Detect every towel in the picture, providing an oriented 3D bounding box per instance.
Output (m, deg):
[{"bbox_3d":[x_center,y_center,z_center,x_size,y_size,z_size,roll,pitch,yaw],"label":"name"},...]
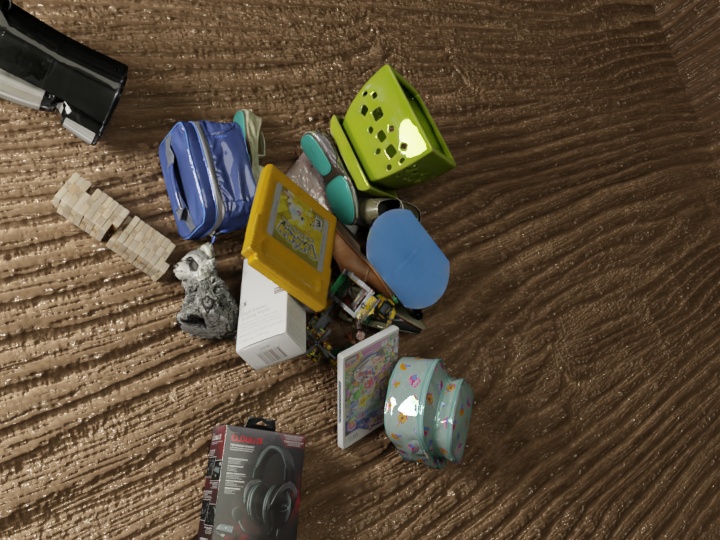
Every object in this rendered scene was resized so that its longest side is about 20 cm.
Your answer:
[{"bbox_3d":[-0.072,-0.149,1.265,0.191,0.032,0.202,45,54,-14],"label":"towel"}]

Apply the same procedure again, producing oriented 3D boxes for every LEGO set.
[{"bbox_3d":[-0.013,0.104,1.119,0.200,0.116,0.155,-44,115,-7],"label":"LEGO set"}]

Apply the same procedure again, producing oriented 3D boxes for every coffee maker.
[{"bbox_3d":[-0.466,-0.317,0.948,0.196,0.192,0.138,23,46,-28],"label":"coffee maker"}]

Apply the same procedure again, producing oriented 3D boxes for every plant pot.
[{"bbox_3d":[0.059,-0.263,1.262,0.204,0.179,0.198,64,21,11],"label":"plant pot"}]

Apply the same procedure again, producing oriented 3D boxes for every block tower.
[{"bbox_3d":[-0.394,-0.068,1.000,0.199,0.054,0.059,40,57,-18],"label":"block tower"}]

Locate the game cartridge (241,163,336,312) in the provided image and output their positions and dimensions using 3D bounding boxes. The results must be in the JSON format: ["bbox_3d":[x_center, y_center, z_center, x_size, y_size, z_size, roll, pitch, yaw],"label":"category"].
[{"bbox_3d":[-0.113,-0.056,1.044,0.175,0.032,0.204,37,40,-34],"label":"game cartridge"}]

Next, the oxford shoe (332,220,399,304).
[{"bbox_3d":[0.000,0.000,1.217,0.071,0.071,0.201,-41,99,6],"label":"oxford shoe"}]

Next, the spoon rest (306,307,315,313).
[{"bbox_3d":[-0.104,-0.020,1.165,0.060,0.097,0.206,-4,82,-66],"label":"spoon rest"}]

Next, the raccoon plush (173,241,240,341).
[{"bbox_3d":[-0.246,0.050,1.069,0.200,0.094,0.137,49,31,-49],"label":"raccoon plush"}]

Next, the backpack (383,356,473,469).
[{"bbox_3d":[0.126,0.260,1.150,0.201,0.150,0.179,52,49,-44],"label":"backpack"}]

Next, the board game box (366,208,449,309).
[{"bbox_3d":[0.087,-0.018,1.226,0.201,0.039,0.158,50,57,-6],"label":"board game box"}]

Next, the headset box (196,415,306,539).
[{"bbox_3d":[-0.174,0.345,1.002,0.146,0.077,0.206,17,67,-29],"label":"headset box"}]

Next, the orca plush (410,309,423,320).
[{"bbox_3d":[0.093,-0.002,1.278,0.104,0.071,0.204,9,52,-45],"label":"orca plush"}]

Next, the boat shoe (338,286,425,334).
[{"bbox_3d":[0.046,0.096,1.247,0.197,0.071,0.064,23,103,-32],"label":"boat shoe"}]

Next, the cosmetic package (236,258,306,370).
[{"bbox_3d":[-0.149,0.056,1.049,0.074,0.099,0.204,54,22,-45],"label":"cosmetic package"}]

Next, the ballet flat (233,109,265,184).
[{"bbox_3d":[-0.207,-0.213,1.173,0.061,0.067,0.206,13,67,-40],"label":"ballet flat"}]

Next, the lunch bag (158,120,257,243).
[{"bbox_3d":[-0.268,-0.148,1.061,0.130,0.135,0.206,-11,81,-37],"label":"lunch bag"}]

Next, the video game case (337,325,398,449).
[{"bbox_3d":[0.015,0.216,1.138,0.141,0.018,0.206,-23,125,-38],"label":"video game case"}]

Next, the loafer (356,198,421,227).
[{"bbox_3d":[0.070,-0.114,1.306,0.197,0.068,0.078,-1,91,-46],"label":"loafer"}]

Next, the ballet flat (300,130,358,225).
[{"bbox_3d":[-0.047,-0.191,1.237,0.071,0.071,0.204,-31,95,-37],"label":"ballet flat"}]
